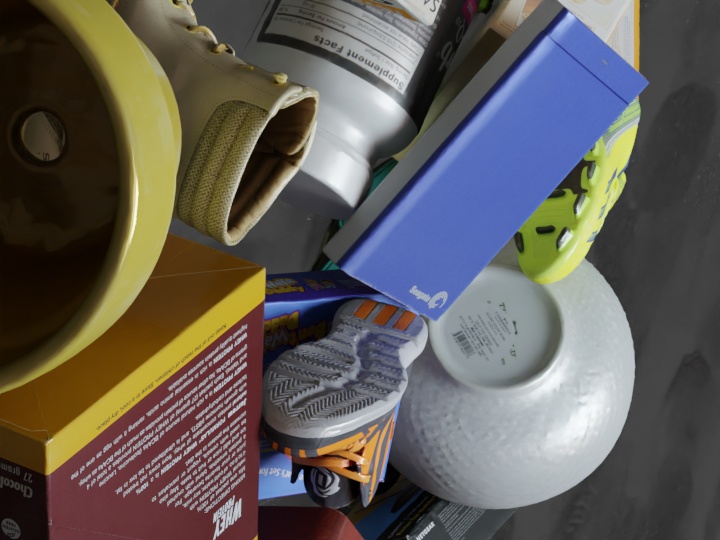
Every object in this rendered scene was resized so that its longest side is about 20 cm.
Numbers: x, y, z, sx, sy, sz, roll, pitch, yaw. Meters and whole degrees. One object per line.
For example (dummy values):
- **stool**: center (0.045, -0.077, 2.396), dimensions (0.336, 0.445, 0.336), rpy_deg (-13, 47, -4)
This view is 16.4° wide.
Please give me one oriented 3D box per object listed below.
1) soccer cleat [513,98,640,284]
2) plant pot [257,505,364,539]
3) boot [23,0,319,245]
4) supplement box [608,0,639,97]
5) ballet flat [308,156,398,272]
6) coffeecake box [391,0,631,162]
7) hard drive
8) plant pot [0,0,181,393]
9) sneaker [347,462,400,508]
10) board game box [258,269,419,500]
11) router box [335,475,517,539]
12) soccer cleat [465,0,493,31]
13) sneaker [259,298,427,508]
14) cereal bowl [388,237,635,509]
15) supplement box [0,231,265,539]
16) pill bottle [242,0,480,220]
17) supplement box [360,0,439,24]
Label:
- **soccer cleat**: center (0.157, -0.060, 1.722), dimensions (0.084, 0.064, 0.201), rpy_deg (54, 39, -35)
- **plant pot**: center (-0.067, 0.252, 1.528), dimensions (0.200, 0.199, 0.177), rpy_deg (55, 47, -37)
- **boot**: center (-0.083, -0.119, 1.304), dimensions (0.201, 0.155, 0.073), rpy_deg (-63, 154, -16)
- **supplement box**: center (0.129, -0.122, 1.834), dimensions (0.200, 0.073, 0.126), rpy_deg (-48, 146, -40)
- **ballet flat**: center (0.000, 0.000, 1.681), dimensions (0.200, 0.070, 0.071), rpy_deg (-56, 151, -28)
- **coffeecake box**: center (0.118, -0.159, 1.662), dimensions (0.200, 0.073, 0.154), rpy_deg (-58, -175, -39)
- **hard drive**: center (0.078, -0.064, 1.507), dimensions (0.200, 0.025, 0.132), rpy_deg (-48, 150, 8)
- **plant pot**: center (-0.170, -0.054, 1.155), dimensions (0.189, 0.200, 0.202), rpy_deg (-34, 140, -76)
- **sneaker**: center (0.023, 0.072, 1.796), dimensions (0.083, 0.071, 0.201), rpy_deg (112, 3, -79)
- **board game box**: center (-0.058, 0.072, 1.552), dimensions (0.199, 0.045, 0.135), rpy_deg (-4, 113, -43)
- **router box**: center (0.042, 0.175, 1.789), dimensions (0.200, 0.149, 0.051), rpy_deg (-40, 103, -48)
- **soccer cleat**: center (0.022, -0.152, 1.613), dimensions (0.200, 0.081, 0.068), rpy_deg (-53, -175, 9)
- **sneaker**: center (-0.012, 0.098, 1.477), dimensions (0.200, 0.077, 0.113), rpy_deg (-36, 142, -65)
- **cereal bowl**: center (0.092, 0.055, 1.701), dimensions (0.201, 0.199, 0.083), rpy_deg (-60, 169, -22)
- **supplement box**: center (-0.159, 0.105, 1.339), dimensions (0.197, 0.132, 0.201), rpy_deg (-40, 141, -48)
- **pill bottle**: center (-0.002, -0.140, 1.504), dimensions (0.201, 0.116, 0.116), rpy_deg (-65, 155, -12)
- **supplement box**: center (0.010, -0.256, 1.416), dimensions (0.073, 0.126, 0.201), rpy_deg (29, 80, -66)
